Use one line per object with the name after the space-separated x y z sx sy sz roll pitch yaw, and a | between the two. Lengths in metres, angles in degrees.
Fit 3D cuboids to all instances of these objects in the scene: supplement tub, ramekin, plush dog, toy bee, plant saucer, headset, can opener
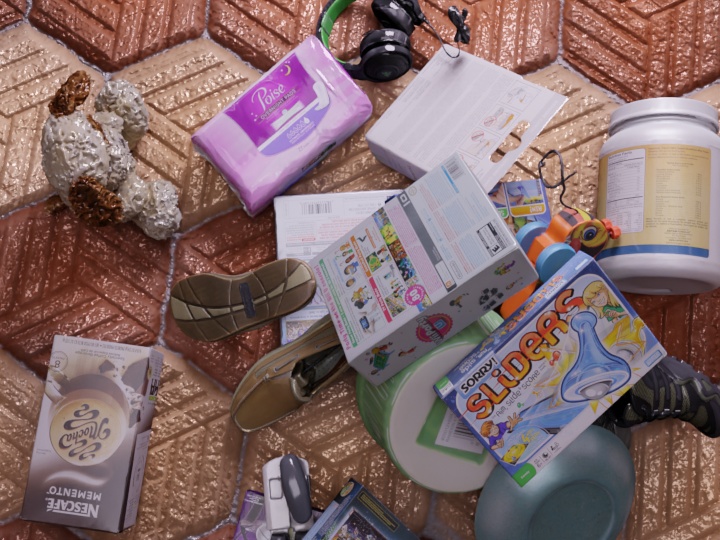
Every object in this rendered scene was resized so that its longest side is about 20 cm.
0.346 -0.081 1.012 0.143 0.145 0.203 5 80 0 | supplement tub
0.100 0.140 0.951 0.197 0.098 0.203 -4 108 -12 | ramekin
-0.309 -0.122 0.995 0.159 0.172 0.202 -20 82 -4 | plush dog
0.229 -0.020 0.952 0.107 0.201 0.132 0 51 -22 | toy bee
0.221 0.264 0.952 0.198 0.039 0.204 -6 110 -16 | plant saucer
0.036 -0.295 1.059 0.198 0.094 0.125 12 77 20 | headset
-0.075 0.302 0.952 0.053 0.067 0.203 -5 80 -2 | can opener

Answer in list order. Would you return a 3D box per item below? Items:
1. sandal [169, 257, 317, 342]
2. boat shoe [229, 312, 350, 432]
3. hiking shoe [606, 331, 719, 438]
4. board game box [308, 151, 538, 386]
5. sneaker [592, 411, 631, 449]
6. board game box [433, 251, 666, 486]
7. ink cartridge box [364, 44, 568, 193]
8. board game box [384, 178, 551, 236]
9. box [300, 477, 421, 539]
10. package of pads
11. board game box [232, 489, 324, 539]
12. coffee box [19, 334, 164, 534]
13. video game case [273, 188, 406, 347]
-0.133 0.034 1.017 0.198 0.054 0.081 -14 82 22 | sandal
-0.073 0.120 0.976 0.072 0.076 0.200 41 107 -19 | boat shoe
0.314 0.137 0.963 0.199 0.076 0.101 38 79 -10 | hiking shoe
0.058 -0.002 0.894 0.199 0.064 0.148 -34 48 11 | board game box
0.238 0.118 0.998 0.113 0.076 0.202 -3 84 -27 | sneaker
0.190 0.099 0.877 0.200 0.034 0.135 -43 107 1 | board game box
0.123 -0.166 1.025 0.199 0.050 0.161 35 80 37 | ink cartridge box
0.134 -0.029 1.022 0.197 0.034 0.137 -7 83 -21 | board game box
0.019 0.342 0.944 0.200 0.038 0.137 46 74 -17 | box
-0.095 -0.172 1.055 0.200 0.076 0.121 -41 87 -5 | package of pads
-0.051 0.334 0.995 0.197 0.032 0.122 15 84 2 | board game box
-0.299 0.183 0.990 0.111 0.080 0.203 7 80 0 | coffee box
0.000 0.000 1.043 0.197 0.045 0.184 -3 80 -2 | video game case
